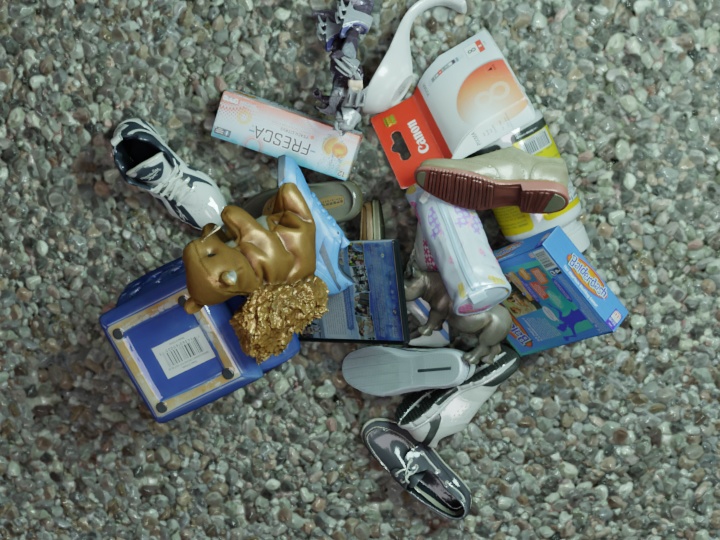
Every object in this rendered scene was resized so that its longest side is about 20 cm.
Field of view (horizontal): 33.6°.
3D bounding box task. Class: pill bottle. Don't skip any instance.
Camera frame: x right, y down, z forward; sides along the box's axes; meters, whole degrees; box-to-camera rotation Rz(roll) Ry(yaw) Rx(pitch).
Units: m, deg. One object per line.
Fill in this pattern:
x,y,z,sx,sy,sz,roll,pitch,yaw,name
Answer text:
0.230,-0.108,1.619,0.114,0.114,0.200,-23,99,8,pill bottle

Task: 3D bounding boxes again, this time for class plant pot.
-0.226,0.087,1.640,0.200,0.180,0.200,-25,98,16,plant pot

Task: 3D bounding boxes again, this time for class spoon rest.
0.061,-0.295,1.610,0.061,0.099,0.200,38,86,11,spoon rest

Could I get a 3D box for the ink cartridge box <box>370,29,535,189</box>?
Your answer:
0.113,-0.217,1.585,0.200,0.162,0.050,-27,137,6,ink cartridge box

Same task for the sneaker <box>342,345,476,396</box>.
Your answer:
0.071,0.145,1.694,0.200,0.071,0.073,0,84,30,sneaker

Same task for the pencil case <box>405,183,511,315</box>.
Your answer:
0.129,-0.040,1.575,0.083,0.091,0.200,-19,69,-4,pencil case

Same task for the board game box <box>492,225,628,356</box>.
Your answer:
0.240,0.032,1.600,0.152,0.200,0.045,50,59,-10,board game box

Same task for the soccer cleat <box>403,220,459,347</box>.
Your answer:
0.087,0.015,1.674,0.086,0.070,0.200,-8,101,4,soccer cleat

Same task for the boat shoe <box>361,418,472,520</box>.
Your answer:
0.084,0.290,1.734,0.200,0.063,0.073,41,101,-5,boat shoe

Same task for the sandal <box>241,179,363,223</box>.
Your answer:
-0.094,-0.078,1.662,0.200,0.055,0.082,-10,96,21,sandal

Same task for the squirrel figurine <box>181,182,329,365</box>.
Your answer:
-0.135,0.013,1.511,0.141,0.187,0.200,-27,93,32,squirrel figurine

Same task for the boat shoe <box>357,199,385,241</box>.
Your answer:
0.000,0.000,1.675,0.068,0.072,0.200,1,96,9,boat shoe

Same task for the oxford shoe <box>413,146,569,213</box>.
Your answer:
0.169,-0.123,1.535,0.200,0.070,0.075,9,60,0,oxford shoe

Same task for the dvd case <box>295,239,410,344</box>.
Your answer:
-0.021,0.030,1.649,0.200,0.018,0.143,-1,100,39,dvd case

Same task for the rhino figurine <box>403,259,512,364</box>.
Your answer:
0.116,0.049,1.620,0.200,0.060,0.088,31,111,-2,rhino figurine

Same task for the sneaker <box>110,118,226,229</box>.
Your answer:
-0.269,-0.124,1.636,0.079,0.130,0.199,-37,97,10,sneaker

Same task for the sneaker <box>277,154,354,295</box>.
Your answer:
-0.061,-0.064,1.607,0.078,0.066,0.200,-14,99,4,sneaker

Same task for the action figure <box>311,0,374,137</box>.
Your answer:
-0.025,-0.265,1.577,0.069,0.130,0.200,10,65,-21,action figure

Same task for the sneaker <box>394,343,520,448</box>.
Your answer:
0.148,0.179,1.714,0.200,0.074,0.080,-34,120,9,sneaker

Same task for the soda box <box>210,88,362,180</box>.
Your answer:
-0.100,-0.189,1.647,0.200,0.064,0.068,19,102,0,soda box
